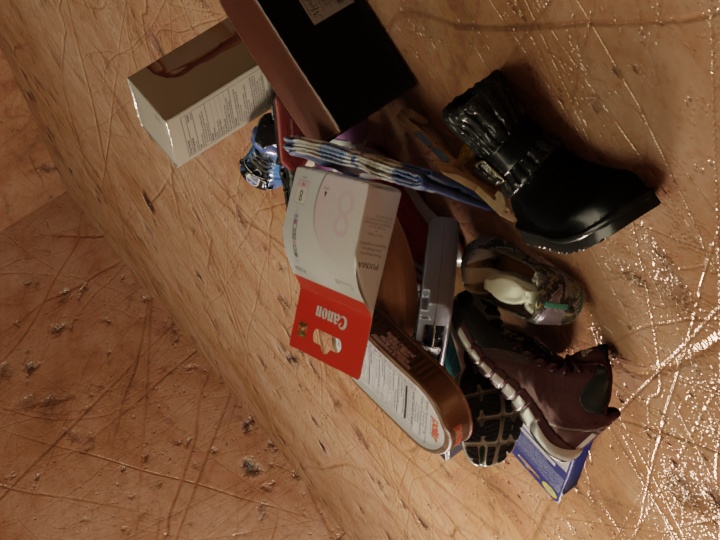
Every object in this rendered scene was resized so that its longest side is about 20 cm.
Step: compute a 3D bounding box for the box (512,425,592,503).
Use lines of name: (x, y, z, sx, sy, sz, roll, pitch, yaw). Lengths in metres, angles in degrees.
box: (0.227, 0.205, 1.478, 0.121, 0.032, 0.200, 48, 161, 24)

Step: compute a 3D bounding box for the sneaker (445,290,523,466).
sneaker: (0.131, 0.122, 1.317, 0.080, 0.077, 0.200, 119, 150, -62)

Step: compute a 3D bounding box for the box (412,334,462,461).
box: (0.091, 0.125, 1.543, 0.200, 0.122, 0.106, 45, 160, 33)

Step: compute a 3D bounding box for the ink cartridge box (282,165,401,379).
ink cartridge box: (-0.035, -0.003, 1.261, 0.057, 0.200, 0.163, 15, -177, -32)

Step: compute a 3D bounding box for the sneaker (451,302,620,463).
sneaker: (0.193, 0.091, 1.233, 0.200, 0.116, 0.076, 51, -161, 1)

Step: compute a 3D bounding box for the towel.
towel: (0.032, -0.099, 1.240, 0.200, 0.024, 0.147, 19, -177, 39)

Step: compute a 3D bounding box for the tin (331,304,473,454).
tin: (0.039, 0.114, 1.269, 0.200, 0.042, 0.112, 42, 154, 30)

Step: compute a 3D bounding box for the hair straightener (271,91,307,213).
hair straightener: (-0.075, -0.117, 1.402, 0.077, 0.041, 0.200, -123, 22, -71)

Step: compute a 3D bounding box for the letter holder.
letter holder: (-0.052, -0.244, 1.278, 0.200, 0.101, 0.142, 57, 165, -6)

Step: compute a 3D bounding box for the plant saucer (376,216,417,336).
plant saucer: (0.000, 0.000, 1.337, 0.200, 0.032, 0.200, 40, 137, 52)

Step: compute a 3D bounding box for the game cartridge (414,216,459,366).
game cartridge: (0.080, 0.040, 1.293, 0.200, 0.041, 0.133, 94, 180, -54)

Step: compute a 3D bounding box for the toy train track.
toy train track: (0.101, -0.117, 1.201, 0.115, 0.033, 0.200, 22, -161, -44)

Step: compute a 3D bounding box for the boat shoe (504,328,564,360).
boat shoe: (0.170, 0.103, 1.362, 0.061, 0.072, 0.201, 48, 168, -13)

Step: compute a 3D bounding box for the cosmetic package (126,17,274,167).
cosmetic package: (-0.172, -0.230, 1.454, 0.087, 0.200, 0.103, 47, 160, 22)

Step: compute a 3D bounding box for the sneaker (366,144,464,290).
sneaker: (0.021, -0.055, 1.403, 0.200, 0.115, 0.078, 47, 162, 24)

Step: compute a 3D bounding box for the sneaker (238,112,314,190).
sneaker: (-0.114, -0.144, 1.569, 0.079, 0.089, 0.200, 45, 180, 9)

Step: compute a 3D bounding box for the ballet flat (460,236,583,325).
ballet flat: (0.147, 0.007, 1.250, 0.200, 0.072, 0.072, 26, 147, 56)

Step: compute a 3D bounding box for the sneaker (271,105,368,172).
sneaker: (-0.053, -0.151, 1.433, 0.200, 0.073, 0.114, -162, 67, -65)

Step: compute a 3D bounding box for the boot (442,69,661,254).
boot: (0.153, -0.098, 1.020, 0.158, 0.079, 0.211, 59, 164, -11)
